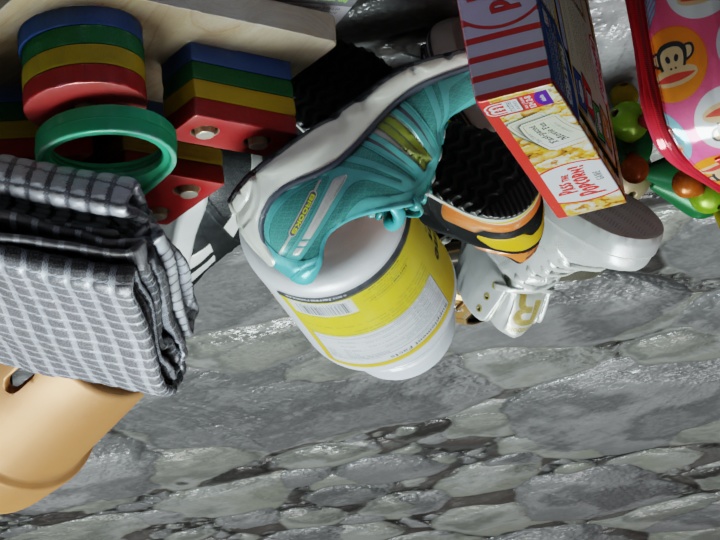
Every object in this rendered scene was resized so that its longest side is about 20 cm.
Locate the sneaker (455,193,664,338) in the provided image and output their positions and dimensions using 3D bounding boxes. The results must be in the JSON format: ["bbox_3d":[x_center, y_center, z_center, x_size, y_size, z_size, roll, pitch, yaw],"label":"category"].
[{"bbox_3d":[0.131,-0.004,1.825,0.074,0.116,0.200,4,-165,-28],"label":"sneaker"}]

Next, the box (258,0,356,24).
[{"bbox_3d":[-0.092,-0.157,1.576,0.156,0.041,0.200,3,156,-24],"label":"box"}]

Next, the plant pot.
[{"bbox_3d":[-0.231,0.051,1.874,0.140,0.200,0.200,-29,152,33],"label":"plant pot"}]

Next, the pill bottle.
[{"bbox_3d":[0.000,0.000,1.794,0.112,0.112,0.200,-12,154,12],"label":"pill bottle"}]

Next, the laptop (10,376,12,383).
[{"bbox_3d":[-0.371,0.077,2.152,0.187,0.116,0.200,-5,131,-8],"label":"laptop"}]

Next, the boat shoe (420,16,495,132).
[{"bbox_3d":[0.052,-0.096,1.742,0.093,0.075,0.200,-18,157,13],"label":"boat shoe"}]

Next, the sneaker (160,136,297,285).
[{"bbox_3d":[-0.082,-0.035,1.865,0.112,0.073,0.200,-3,159,-14],"label":"sneaker"}]

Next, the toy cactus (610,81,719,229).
[{"bbox_3d":[0.208,-0.077,1.867,0.165,0.102,0.200,0,172,40],"label":"toy cactus"}]

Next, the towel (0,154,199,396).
[{"bbox_3d":[-0.188,0.006,1.567,0.166,0.086,0.200,11,161,10],"label":"towel"}]

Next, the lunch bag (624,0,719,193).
[{"bbox_3d":[0.233,-0.110,1.627,0.082,0.176,0.200,-19,157,27],"label":"lunch bag"}]

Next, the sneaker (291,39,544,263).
[{"bbox_3d":[0.029,-0.066,1.675,0.200,0.070,0.090,31,159,26],"label":"sneaker"}]

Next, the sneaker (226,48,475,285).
[{"bbox_3d":[0.014,-0.066,1.592,0.200,0.080,0.078,-36,-177,-19],"label":"sneaker"}]

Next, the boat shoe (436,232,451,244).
[{"bbox_3d":[0.039,-0.026,1.937,0.068,0.072,0.200,-10,157,8],"label":"boat shoe"}]

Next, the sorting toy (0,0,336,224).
[{"bbox_3d":[-0.147,-0.094,1.571,0.199,0.070,0.200,9,155,-34],"label":"sorting toy"}]

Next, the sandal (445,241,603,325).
[{"bbox_3d":[0.095,0.014,2.087,0.200,0.055,0.082,-6,160,-5],"label":"sandal"}]

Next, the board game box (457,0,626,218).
[{"bbox_3d":[0.100,-0.133,1.551,0.046,0.152,0.200,-14,159,13],"label":"board game box"}]

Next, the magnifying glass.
[{"bbox_3d":[-0.146,-0.046,1.569,0.080,0.022,0.200,-2,160,-5],"label":"magnifying glass"}]
